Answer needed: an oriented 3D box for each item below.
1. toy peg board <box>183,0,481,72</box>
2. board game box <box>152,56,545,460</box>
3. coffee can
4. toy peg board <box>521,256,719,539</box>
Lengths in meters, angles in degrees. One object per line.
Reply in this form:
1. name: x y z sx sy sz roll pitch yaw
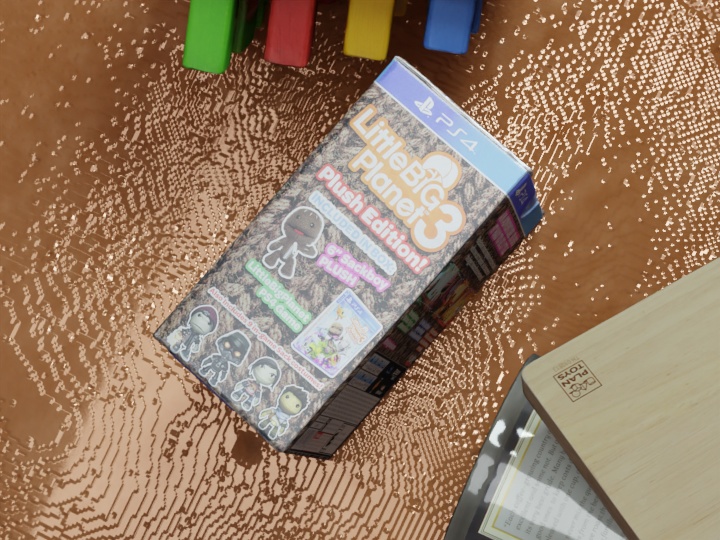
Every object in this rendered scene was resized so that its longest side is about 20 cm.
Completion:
1. toy peg board: -0.006 -0.170 1.116 0.199 0.200 0.098 10 114 2
2. board game box: 0.000 0.000 1.103 0.097 0.159 0.200 41 90 10
3. coffee can: 0.156 0.151 1.069 0.200 0.146 0.147 23 87 10
4. toy peg board: 0.216 0.098 0.976 0.200 0.098 0.199 -28 55 -11
